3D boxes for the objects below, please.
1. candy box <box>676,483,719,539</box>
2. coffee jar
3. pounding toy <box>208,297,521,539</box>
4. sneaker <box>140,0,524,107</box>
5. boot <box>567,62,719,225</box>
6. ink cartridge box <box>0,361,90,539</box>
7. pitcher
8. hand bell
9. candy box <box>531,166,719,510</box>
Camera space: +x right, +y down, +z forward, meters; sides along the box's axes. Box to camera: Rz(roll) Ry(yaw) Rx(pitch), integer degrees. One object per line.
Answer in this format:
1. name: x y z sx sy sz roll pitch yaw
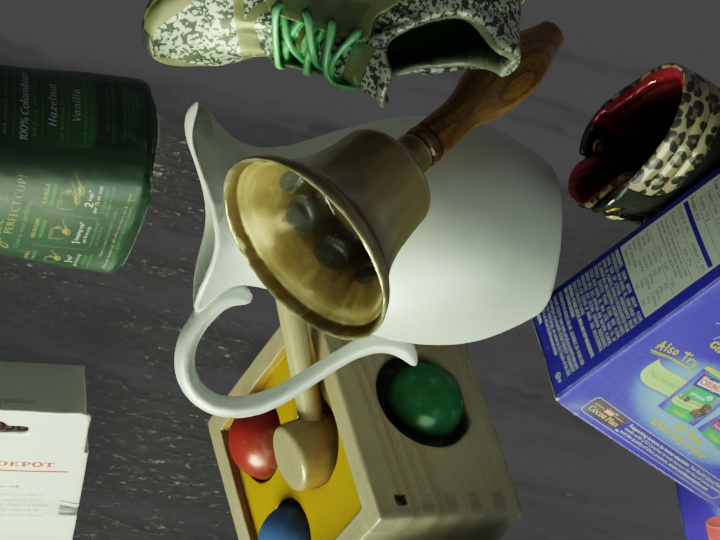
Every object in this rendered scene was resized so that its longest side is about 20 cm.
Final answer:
1. candy box: 0.286 0.107 1.331 0.167 0.078 0.201 -10 141 9
2. coffee jar: -0.209 -0.060 1.042 0.198 0.086 0.105 7 144 -19
3. pounding toy: -0.013 0.094 1.216 0.141 0.185 0.200 2 144 -31
4. sneaker: -0.009 -0.119 0.991 0.198 0.089 0.077 -8 139 1
5. boot: 0.178 -0.028 1.154 0.150 0.074 0.200 19 132 -32
6. ink cartridge box: -0.233 0.116 1.285 0.115 0.067 0.201 4 142 -13
7. pitcher: 0.000 0.000 1.102 0.198 0.121 0.173 4 107 -9
8. hand bell: 0.035 -0.067 1.019 0.104 0.200 0.105 32 146 25
9. candy box: 0.222 0.024 1.115 0.200 0.077 0.169 -37 132 23
